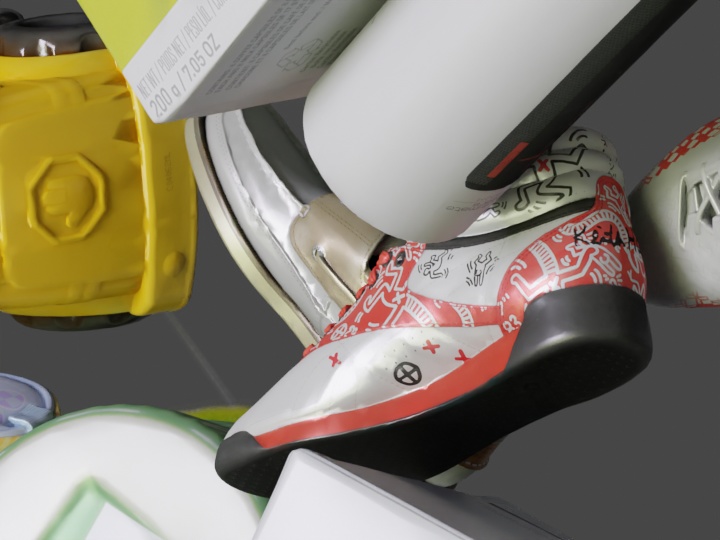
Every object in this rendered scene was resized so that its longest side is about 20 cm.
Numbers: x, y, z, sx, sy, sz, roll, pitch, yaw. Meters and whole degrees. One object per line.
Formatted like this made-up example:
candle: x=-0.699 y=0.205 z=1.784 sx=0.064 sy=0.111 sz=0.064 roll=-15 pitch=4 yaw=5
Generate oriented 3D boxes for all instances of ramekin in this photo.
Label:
ramekin: x=-0.094 y=0.154 z=1.201 sx=0.199 sy=0.098 sz=0.201 roll=-6 pitch=72 yaw=20

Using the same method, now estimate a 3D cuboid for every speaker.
speaker: x=0.061 y=-0.094 z=0.956 sx=0.200 sy=0.081 sz=0.081 roll=-45 pitch=71 yaw=42

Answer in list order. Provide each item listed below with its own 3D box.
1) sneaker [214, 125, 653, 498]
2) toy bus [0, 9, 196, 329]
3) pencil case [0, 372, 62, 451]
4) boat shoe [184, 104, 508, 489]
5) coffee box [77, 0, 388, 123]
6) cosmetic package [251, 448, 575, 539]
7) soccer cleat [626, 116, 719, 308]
sneaker: x=0.025 y=0.015 z=1.083 sx=0.201 sy=0.067 sz=0.108 roll=-25 pitch=56 yaw=34
toy bus: x=-0.199 y=-0.036 z=1.228 sx=0.200 sy=0.191 sz=0.136 roll=10 pitch=110 yaw=48
pencil case: x=-0.194 y=0.149 z=1.364 sx=0.090 sy=0.083 sz=0.201 roll=10 pitch=110 yaw=9
boat shoe: x=0.000 y=0.000 z=1.162 sx=0.068 sy=0.075 sz=0.200 roll=-39 pitch=74 yaw=24
coffee box: x=-0.008 y=-0.200 z=1.019 sx=0.200 sy=0.200 sz=0.198 roll=-45 pitch=71 yaw=39
cosmetic package: x=0.020 y=0.190 z=1.050 sx=0.123 sy=0.200 sz=0.200 roll=26 pitch=92 yaw=27
soccer cleat: x=0.156 y=-0.030 z=0.995 sx=0.200 sy=0.085 sz=0.069 roll=-20 pitch=88 yaw=43
